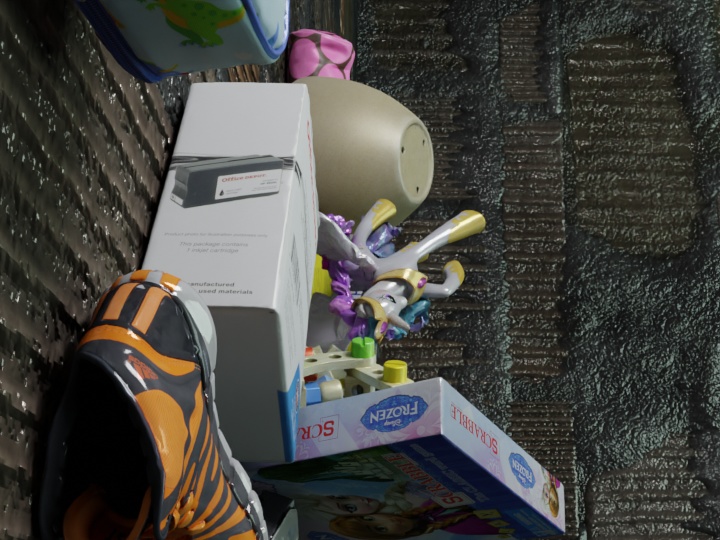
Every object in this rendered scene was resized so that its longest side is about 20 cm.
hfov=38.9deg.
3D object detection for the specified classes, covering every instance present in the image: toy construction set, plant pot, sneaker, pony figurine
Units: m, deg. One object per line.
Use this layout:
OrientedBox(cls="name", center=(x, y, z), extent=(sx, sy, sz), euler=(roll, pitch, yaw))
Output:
OrientedBox(cls="toy construction set", center=(-0.041, 0.083, 0.811), extent=(0.200, 0.129, 0.093), euler=(178, -90, -80))
OrientedBox(cls="plant pot", center=(0.004, -0.121, 1.146), extent=(0.200, 0.133, 0.203), euler=(0, 90, -61))
OrientedBox(cls="sneaker", center=(-0.096, 0.110, 0.457), extent=(0.112, 0.077, 0.202), euler=(-75, 156, -65))
OrientedBox(cls="pony figurine", center=(0.000, 0.000, 0.957), extent=(0.200, 0.191, 0.168), euler=(-40, 132, -48))

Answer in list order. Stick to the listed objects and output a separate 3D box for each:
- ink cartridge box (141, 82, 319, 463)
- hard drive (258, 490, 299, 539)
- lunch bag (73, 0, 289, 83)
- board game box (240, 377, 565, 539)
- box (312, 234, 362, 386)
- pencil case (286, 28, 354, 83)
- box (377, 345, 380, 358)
OrientedBox(cls="ink cartridge box", center=(-0.076, -0.003, 0.648), extent=(0.146, 0.083, 0.201), euler=(89, 3, -46))
OrientedBox(cls="hard drive", center=(-0.080, 0.268, 0.692), extent=(0.140, 0.037, 0.202), euler=(-55, 150, -51))
OrientedBox(cls="lunch bag", center=(-0.074, -0.187, 0.403), extent=(0.161, 0.081, 0.202), euler=(61, 28, -61))
OrientedBox(cls="board game box", center=(0.016, 0.151, 0.725), extent=(0.200, 0.198, 0.042), euler=(42, 42, -44))
OrientedBox(cls="box", center=(-0.043, 0.094, 1.107), extent=(0.193, 0.120, 0.202), euler=(89, 3, -62))
OrientedBox(cls="pencil case", center=(-0.047, -0.196, 1.270), extent=(0.091, 0.092, 0.203), euler=(-169, -100, -78))
OrientedBox(cls="box", center=(-0.028, 0.089, 1.596), extent=(0.200, 0.115, 0.061), euler=(79, 9, -72))
